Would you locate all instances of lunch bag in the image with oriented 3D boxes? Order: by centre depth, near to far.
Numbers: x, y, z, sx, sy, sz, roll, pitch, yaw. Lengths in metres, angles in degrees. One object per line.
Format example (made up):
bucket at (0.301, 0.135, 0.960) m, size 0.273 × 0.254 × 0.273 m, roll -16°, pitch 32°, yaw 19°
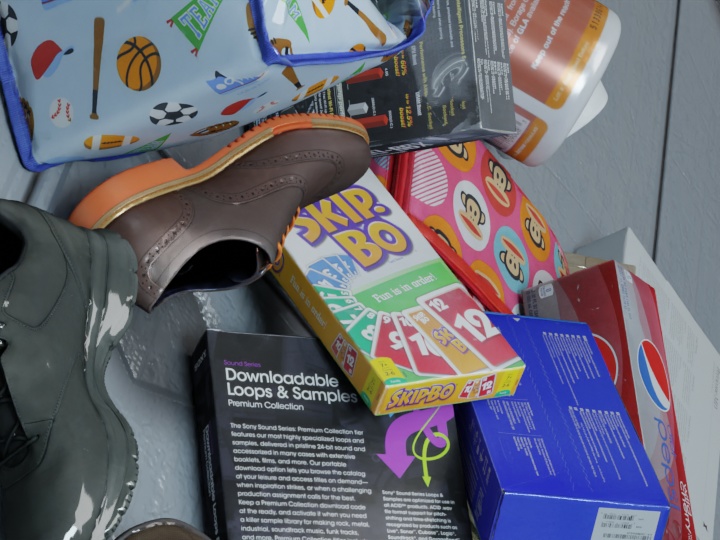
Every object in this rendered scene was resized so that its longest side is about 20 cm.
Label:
lunch bag at (-0.074, -0.134, 1.242) m, size 0.199 × 0.169 × 0.125 m, roll -8°, pitch 82°, yaw -60°
lunch bag at (0.053, 0.010, 1.461) m, size 0.200 × 0.081 × 0.177 m, roll 44°, pitch 40°, yaw -38°

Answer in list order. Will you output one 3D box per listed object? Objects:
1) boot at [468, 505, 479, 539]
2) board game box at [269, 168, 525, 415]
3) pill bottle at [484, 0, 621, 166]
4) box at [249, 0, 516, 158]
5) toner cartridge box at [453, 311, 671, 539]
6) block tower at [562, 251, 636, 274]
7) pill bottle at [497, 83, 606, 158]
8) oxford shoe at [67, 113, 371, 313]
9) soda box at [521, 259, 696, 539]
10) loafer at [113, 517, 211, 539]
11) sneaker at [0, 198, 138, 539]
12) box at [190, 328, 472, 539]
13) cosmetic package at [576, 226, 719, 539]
boot at (0.083, 0.199, 1.381) m, size 0.155 × 0.072 × 0.201 m, roll 52°, pitch 27°, yaw -28°
board game box at (0.000, 0.000, 1.301) m, size 0.095 × 0.030 × 0.200 m, roll -6°, pitch 41°, yaw -35°
pill bottle at (0.054, -0.160, 1.480) m, size 0.199 × 0.112 × 0.112 m, roll 30°, pitch 36°, yaw -5°
box at (0.004, -0.168, 1.370) m, size 0.050 × 0.157 × 0.202 m, roll 0°, pitch 83°, yaw -59°
toner cartridge box at (0.099, 0.089, 1.304) m, size 0.094 × 0.044 × 0.200 m, roll 8°, pitch 26°, yaw -12°
block tower at (0.140, 0.079, 1.542) m, size 0.054 × 0.057 × 0.201 m, roll 101°, pitch -1°, yaw -54°
pill bottle at (0.084, -0.182, 1.596) m, size 0.201 × 0.112 × 0.112 m, roll 60°, pitch 29°, yaw -15°
oxford shoe at (-0.060, -0.026, 1.239) m, size 0.199 × 0.071 × 0.073 m, roll -24°, pitch 65°, yaw -39°
soda box at (0.151, 0.101, 1.419) m, size 0.063 × 0.070 × 0.202 m, roll 29°, pitch 49°, yaw -55°
loafer at (-0.054, 0.204, 1.110) m, size 0.201 × 0.073 × 0.071 m, roll 59°, pitch -15°, yaw -17°
sneaker at (-0.155, 0.054, 1.084) m, size 0.090 × 0.076 × 0.201 m, roll 29°, pitch 39°, yaw -36°
box at (-0.011, 0.130, 1.233) m, size 0.142 × 0.036 × 0.202 m, roll 6°, pitch 62°, yaw -23°
cosmetic package at (0.201, 0.091, 1.685) m, size 0.151 × 0.051 × 0.201 m, roll 50°, pitch 33°, yaw -26°
